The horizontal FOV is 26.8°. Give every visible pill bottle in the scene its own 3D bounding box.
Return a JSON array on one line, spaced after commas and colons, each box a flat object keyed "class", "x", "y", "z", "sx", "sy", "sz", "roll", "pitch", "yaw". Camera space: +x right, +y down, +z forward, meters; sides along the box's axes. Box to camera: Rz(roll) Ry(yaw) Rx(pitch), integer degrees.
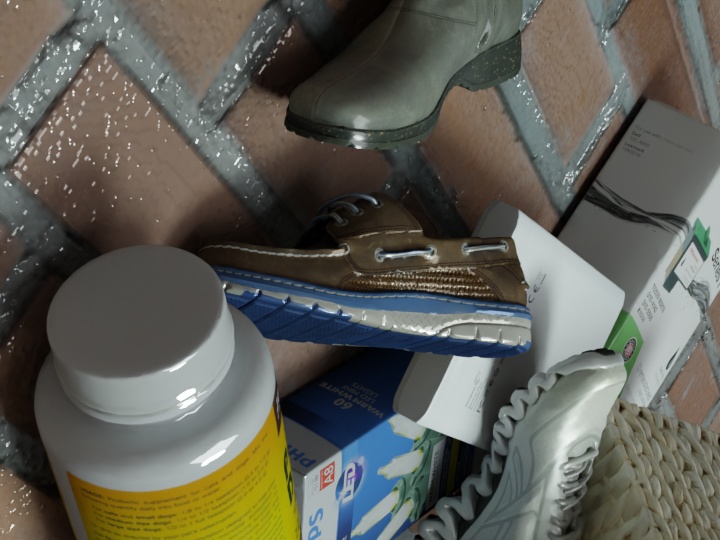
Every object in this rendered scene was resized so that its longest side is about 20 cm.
[{"class": "pill bottle", "x": -0.087, "y": 0.087, "z": 0.704, "sx": 0.109, "sy": 0.109, "sz": 0.201, "roll": -42, "pitch": 145, "yaw": -31}]

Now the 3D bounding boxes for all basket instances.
[{"class": "basket", "x": 0.185, "y": 0.219, "z": 0.956, "sx": 0.159, "sy": 0.199, "sz": 0.201, "roll": 22, "pitch": 118, "yaw": -23}]

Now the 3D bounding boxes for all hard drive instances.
[{"class": "hard drive", "x": 0.097, "y": 0.046, "z": 0.929, "sx": 0.200, "sy": 0.027, "sz": 0.133, "roll": 28, "pitch": 88, "yaw": -59}]

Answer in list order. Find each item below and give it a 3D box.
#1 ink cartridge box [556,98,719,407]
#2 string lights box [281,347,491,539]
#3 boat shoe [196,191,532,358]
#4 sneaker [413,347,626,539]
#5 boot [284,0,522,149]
[{"class": "ink cartridge box", "x": 0.206, "y": -0.001, "z": 1.117, "sx": 0.201, "sy": 0.084, "sz": 0.146, "roll": -55, "pitch": 150, "yaw": -11}, {"class": "string lights box", "x": 0.006, "y": 0.109, "z": 0.918, "sx": 0.199, "sy": 0.059, "sz": 0.104, "roll": -30, "pitch": 134, "yaw": -45}, {"class": "boat shoe", "x": 0.000, "y": 0.000, "z": 0.784, "sx": 0.198, "sy": 0.072, "sz": 0.073, "roll": 10, "pitch": 74, "yaw": -32}, {"class": "sneaker", "x": 0.110, "y": 0.129, "z": 0.907, "sx": 0.075, "sy": 0.081, "sz": 0.201, "roll": -6, "pitch": 137, "yaw": -40}, {"class": "boot", "x": 0.028, "y": -0.146, "z": 0.753, "sx": 0.200, "sy": 0.067, "sz": 0.132, "roll": -36, "pitch": 138, "yaw": -50}]
